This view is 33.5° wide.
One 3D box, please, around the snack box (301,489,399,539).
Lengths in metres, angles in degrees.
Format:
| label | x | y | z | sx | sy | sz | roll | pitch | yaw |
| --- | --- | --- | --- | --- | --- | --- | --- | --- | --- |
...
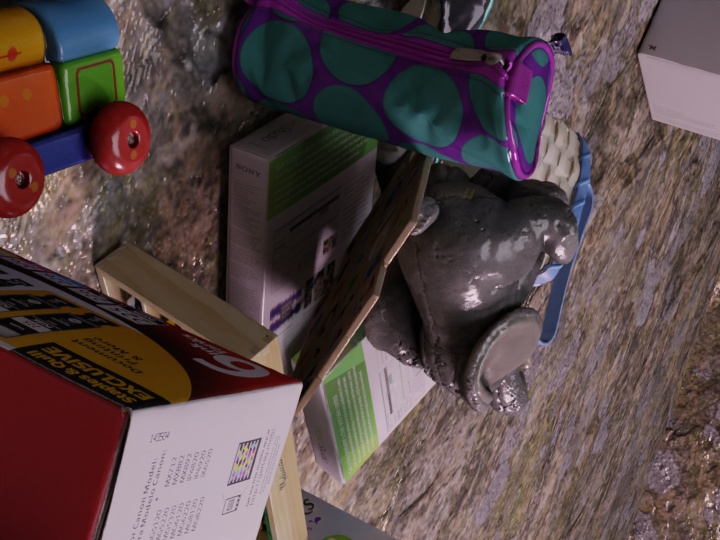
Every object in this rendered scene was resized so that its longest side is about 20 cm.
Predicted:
| label | x | y | z | sx | sy | sz | roll | pitch | yaw |
| --- | --- | --- | --- | --- | --- | --- | --- | --- | --- |
| snack box | -0.046 | 0.239 | 0.876 | 0.142 | 0.199 | 0.053 | -45 | 147 | -41 |

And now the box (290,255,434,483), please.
| label | x | y | z | sx | sy | sz | roll | pitch | yaw |
| --- | --- | --- | --- | --- | --- | --- | --- | --- | --- |
| box | 0.030 | 0.054 | 0.937 | 0.200 | 0.036 | 0.145 | -46 | 148 | -27 |

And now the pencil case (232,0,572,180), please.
| label | x | y | z | sx | sy | sz | roll | pitch | yaw |
| --- | --- | --- | --- | --- | --- | --- | --- | --- | --- |
| pencil case | 0.020 | -0.121 | 0.722 | 0.086 | 0.198 | 0.093 | -61 | 154 | -22 |

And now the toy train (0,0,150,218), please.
| label | x | y | z | sx | sy | sz | roll | pitch | yaw |
| --- | --- | --- | --- | --- | --- | --- | --- | --- | --- |
| toy train | -0.178 | -0.082 | 0.499 | 0.200 | 0.084 | 0.117 | -32 | 127 | -53 |

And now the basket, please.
| label | x | y | z | sx | sy | sz | roll | pitch | yaw |
| --- | --- | --- | --- | --- | --- | --- | --- | --- | --- |
| basket | 0.141 | -0.054 | 1.068 | 0.200 | 0.138 | 0.178 | 41 | 57 | -36 |

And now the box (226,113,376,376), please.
| label | x | y | z | sx | sy | sz | roll | pitch | yaw |
| --- | --- | --- | --- | --- | --- | --- | --- | --- | --- |
| box | -0.042 | -0.021 | 0.860 | 0.144 | 0.036 | 0.202 | -38 | 143 | -49 |

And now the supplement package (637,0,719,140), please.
| label | x | y | z | sx | sy | sz | roll | pitch | yaw |
| --- | --- | --- | --- | --- | --- | --- | --- | --- | --- |
| supplement package | 0.453 | -0.277 | 1.594 | 0.118 | 0.116 | 0.200 | -64 | 155 | -8 |

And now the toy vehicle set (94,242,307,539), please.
| label | x | y | z | sx | sy | sz | roll | pitch | yaw |
| --- | --- | --- | --- | --- | --- | --- | --- | --- | --- |
| toy vehicle set | -0.094 | 0.087 | 0.742 | 0.026 | 0.124 | 0.201 | -41 | 145 | -32 |

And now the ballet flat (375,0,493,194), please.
| label | x | y | z | sx | sy | sz | roll | pitch | yaw |
| --- | --- | --- | --- | --- | --- | --- | --- | --- | --- |
| ballet flat | 0.038 | -0.142 | 0.919 | 0.073 | 0.073 | 0.202 | -14 | 128 | -61 |

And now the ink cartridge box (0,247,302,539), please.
| label | x | y | z | sx | sy | sz | roll | pitch | yaw |
| --- | --- | --- | --- | --- | --- | --- | --- | --- | --- |
| ink cartridge box | -0.155 | 0.054 | 0.499 | 0.175 | 0.198 | 0.085 | 0 | 109 | -65 |

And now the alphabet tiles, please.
| label | x | y | z | sx | sy | sz | roll | pitch | yaw |
| --- | --- | --- | --- | --- | --- | --- | --- | --- | --- |
| alphabet tiles | 0.000 | 0.000 | 0.758 | 0.167 | 0.006 | 0.201 | -57 | -172 | 30 |

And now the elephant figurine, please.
| label | x | y | z | sx | sy | sz | roll | pitch | yaw |
| --- | --- | --- | --- | --- | --- | --- | --- | --- | --- |
| elephant figurine | 0.077 | 0.036 | 0.841 | 0.142 | 0.153 | 0.202 | -113 | -150 | -67 |
